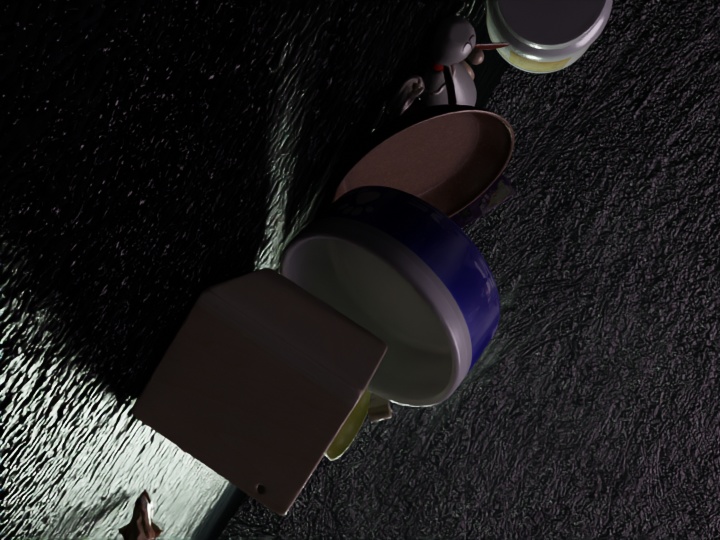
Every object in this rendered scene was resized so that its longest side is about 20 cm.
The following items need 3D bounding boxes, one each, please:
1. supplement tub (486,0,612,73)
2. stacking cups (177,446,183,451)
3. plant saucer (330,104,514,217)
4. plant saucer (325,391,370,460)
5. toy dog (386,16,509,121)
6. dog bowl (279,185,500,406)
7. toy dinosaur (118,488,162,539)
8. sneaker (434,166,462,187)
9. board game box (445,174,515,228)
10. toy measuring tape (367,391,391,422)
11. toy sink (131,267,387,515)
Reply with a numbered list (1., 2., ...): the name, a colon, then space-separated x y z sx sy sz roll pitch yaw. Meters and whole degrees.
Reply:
1. supplement tub: 0.223 -0.319 1.069 0.145 0.144 0.200 -58 177 10
2. stacking cups: -0.146 0.155 0.875 0.061 0.060 0.200 -57 173 -3
3. plant saucer: 0.056 -0.102 0.889 0.199 0.037 0.201 -19 153 -10
4. plant saucer: -0.012 0.127 1.074 0.200 0.031 0.202 18 90 -74
5. toy dog: 0.107 -0.193 0.954 0.133 0.096 0.200 -58 177 13
6. dog bowl: 0.026 0.025 0.823 0.079 0.200 0.201 -45 170 -34
7. toy dinosaur: -0.234 0.312 0.815 0.200 0.086 0.136 -51 -178 -11
8. sneaker: 0.053 -0.113 1.042 0.200 0.074 0.082 -24 -117 60
9. board game box: 0.120 -0.074 1.071 0.119 0.032 0.200 -29 -176 6
10. toy measuring tape: 0.031 0.107 0.956 0.074 0.073 0.201 -59 -166 30
11. toy sink: -0.068 0.084 0.691 0.113 0.130 0.200 -57 178 8
